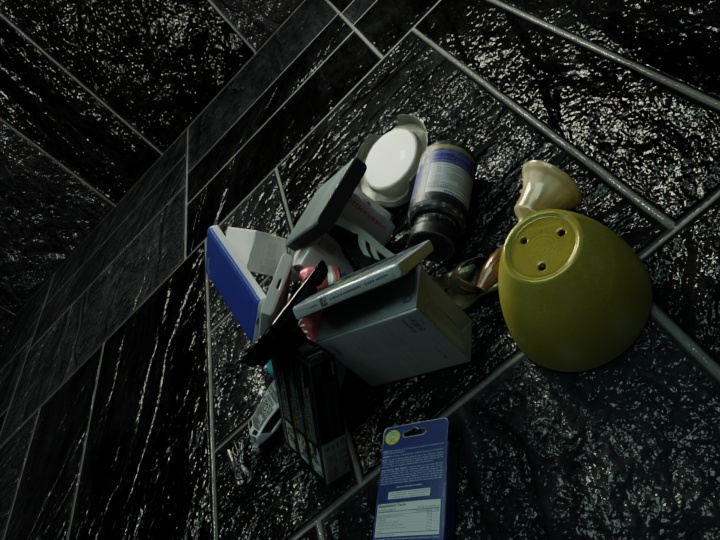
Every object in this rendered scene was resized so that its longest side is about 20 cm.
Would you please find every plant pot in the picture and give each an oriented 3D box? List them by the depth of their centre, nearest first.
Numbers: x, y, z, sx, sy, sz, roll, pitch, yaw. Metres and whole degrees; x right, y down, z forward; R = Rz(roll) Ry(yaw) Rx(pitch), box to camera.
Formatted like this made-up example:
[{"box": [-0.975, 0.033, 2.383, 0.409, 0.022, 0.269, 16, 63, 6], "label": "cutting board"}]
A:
[{"box": [0.254, 0.005, 0.740, 0.196, 0.142, 0.205, -23, 47, 27], "label": "plant pot"}]

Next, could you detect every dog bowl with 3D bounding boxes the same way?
[{"box": [0.074, -0.229, 1.232, 0.196, 0.058, 0.206, -20, 57, 33], "label": "dog bowl"}]

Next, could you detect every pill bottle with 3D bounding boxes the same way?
[{"box": [0.145, -0.124, 1.036, 0.110, 0.111, 0.205, -14, 48, 40], "label": "pill bottle"}]

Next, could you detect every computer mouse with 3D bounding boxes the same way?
[{"box": [-0.179, 0.296, 1.081, 0.203, 0.043, 0.109, -57, 29, 1], "label": "computer mouse"}]

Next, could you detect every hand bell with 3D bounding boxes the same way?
[{"box": [0.236, -0.051, 0.862, 0.202, 0.104, 0.103, -54, 35, -10], "label": "hand bell"}]

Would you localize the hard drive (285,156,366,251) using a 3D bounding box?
[{"box": [-0.067, -0.114, 1.051, 0.142, 0.032, 0.199, -61, 15, -19], "label": "hard drive"}]

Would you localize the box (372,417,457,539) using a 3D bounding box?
[{"box": [0.074, 0.309, 0.781, 0.119, 0.032, 0.205, -21, 45, 36], "label": "box"}]

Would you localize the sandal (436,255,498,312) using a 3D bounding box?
[{"box": [0.182, 0.008, 0.913, 0.197, 0.057, 0.082, -26, 45, 28], "label": "sandal"}]

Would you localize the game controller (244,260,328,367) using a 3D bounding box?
[{"box": [-0.113, 0.064, 0.901, 0.201, 0.041, 0.105, -57, -3, -46], "label": "game controller"}]

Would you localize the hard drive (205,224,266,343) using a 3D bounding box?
[{"box": [-0.251, 0.027, 1.144, 0.201, 0.025, 0.134, 50, 143, 26], "label": "hard drive"}]

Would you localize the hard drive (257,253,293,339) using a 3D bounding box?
[{"box": [-0.167, 0.080, 1.114, 0.202, 0.026, 0.135, 109, 177, -54], "label": "hard drive"}]

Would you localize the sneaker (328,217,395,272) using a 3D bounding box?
[{"box": [0.000, 0.000, 1.025, 0.113, 0.197, 0.073, -55, -4, -14], "label": "sneaker"}]

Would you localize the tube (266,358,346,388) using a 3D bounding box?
[{"box": [-0.097, 0.183, 1.092, 0.195, 0.050, 0.080, -5, 61, 41], "label": "tube"}]

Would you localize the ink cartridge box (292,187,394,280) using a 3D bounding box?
[{"box": [-0.034, -0.055, 1.139, 0.203, 0.127, 0.125, -58, 15, -14], "label": "ink cartridge box"}]

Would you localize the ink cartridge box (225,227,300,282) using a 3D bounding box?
[{"box": [-0.180, -0.027, 1.228, 0.145, 0.196, 0.086, 10, 87, 51], "label": "ink cartridge box"}]

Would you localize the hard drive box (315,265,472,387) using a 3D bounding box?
[{"box": [0.053, 0.095, 0.898, 0.196, 0.156, 0.079, -21, 42, 34], "label": "hard drive box"}]

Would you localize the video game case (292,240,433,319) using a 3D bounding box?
[{"box": [0.010, 0.010, 0.882, 0.178, 0.024, 0.199, -24, 4, 23], "label": "video game case"}]

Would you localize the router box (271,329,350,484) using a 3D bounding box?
[{"box": [-0.084, 0.212, 0.922, 0.050, 0.207, 0.148, -17, 21, -30], "label": "router box"}]

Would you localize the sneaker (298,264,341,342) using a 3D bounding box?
[{"box": [-0.082, 0.091, 1.025, 0.074, 0.083, 0.208, 134, 140, -79], "label": "sneaker"}]
